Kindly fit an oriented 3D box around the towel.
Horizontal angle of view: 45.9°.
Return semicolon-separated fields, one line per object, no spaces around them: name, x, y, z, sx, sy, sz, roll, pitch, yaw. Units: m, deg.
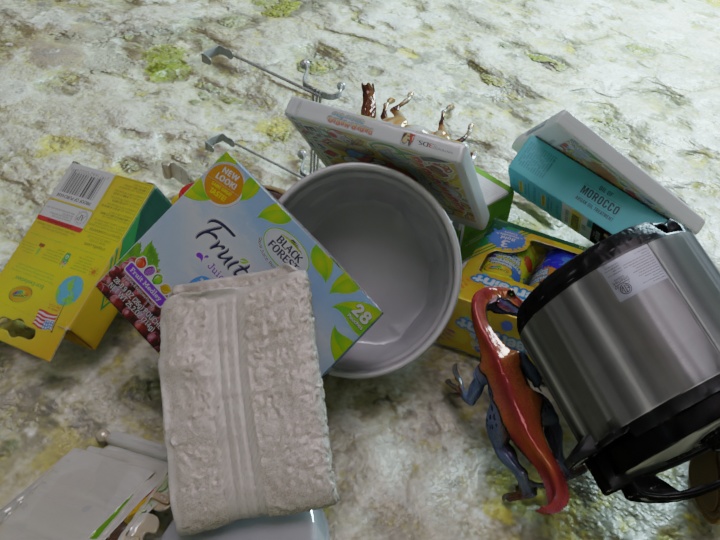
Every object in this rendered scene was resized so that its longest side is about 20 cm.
towel;-0.092;0.098;0.681;0.130;0.035;0.203;-11;70;2

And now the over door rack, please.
over door rack;-0.111;-0.208;1.124;0.198;0.149;0.067;20;42;17

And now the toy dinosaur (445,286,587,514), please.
toy dinosaur;0.146;0.100;0.758;0.104;0.200;0.184;-17;86;-8

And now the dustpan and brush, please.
dustpan and brush;-0.076;0.189;0.710;0.137;0.058;0.201;3;43;17

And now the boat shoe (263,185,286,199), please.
boat shoe;-0.075;-0.037;0.973;0.198;0.071;0.070;25;37;23

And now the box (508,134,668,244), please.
box;0.265;-0.072;0.980;0.199;0.082;0.049;37;87;18

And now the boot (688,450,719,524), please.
boot;0.389;0.171;0.783;0.153;0.078;0.200;18;32;9

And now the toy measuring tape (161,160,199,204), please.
toy measuring tape;-0.212;-0.082;1.022;0.073;0.075;0.199;-22;38;-31

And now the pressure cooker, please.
pressure cooker;0.240;0.084;0.697;0.177;0.176;0.202;0;55;-48

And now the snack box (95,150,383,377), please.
snack box;-0.104;0.026;0.761;0.169;0.068;0.200;-44;88;-1

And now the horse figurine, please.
horse figurine;0.080;-0.200;1.215;0.197;0.050;0.133;20;50;5

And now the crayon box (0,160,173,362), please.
crayon box;-0.290;-0.005;0.860;0.126;0.051;0.202;16;68;28

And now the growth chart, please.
growth chart;-0.226;0.197;0.678;0.143;0.018;0.200;15;37;32

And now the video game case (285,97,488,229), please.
video game case;0.035;-0.104;0.869;0.180;0.200;0.023;19;80;19

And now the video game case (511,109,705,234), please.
video game case;0.281;-0.104;0.996;0.199;0.023;0.182;37;-3;-4

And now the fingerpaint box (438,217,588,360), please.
fingerpaint box;0.206;0.038;0.913;0.198;0.074;0.167;20;39;18

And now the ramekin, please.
ramekin;0.000;0.000;0.841;0.197;0.204;0.105;9;0;4

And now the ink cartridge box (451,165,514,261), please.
ink cartridge box;0.065;-0.068;1.031;0.199;0.077;0.147;-29;50;-35
